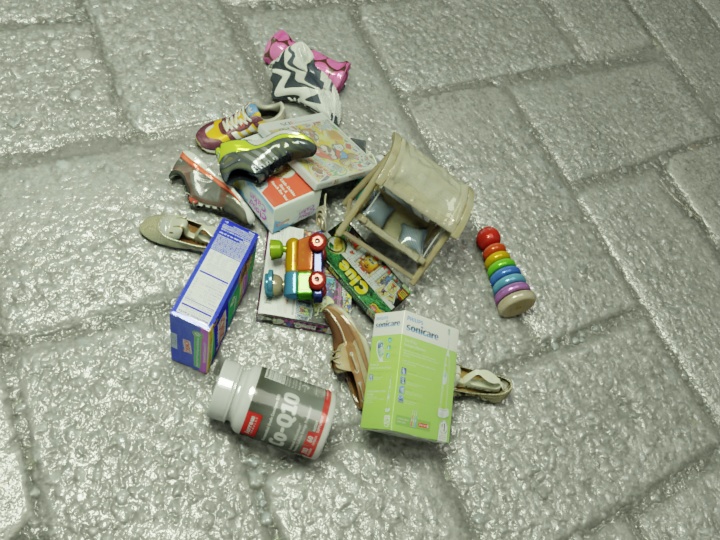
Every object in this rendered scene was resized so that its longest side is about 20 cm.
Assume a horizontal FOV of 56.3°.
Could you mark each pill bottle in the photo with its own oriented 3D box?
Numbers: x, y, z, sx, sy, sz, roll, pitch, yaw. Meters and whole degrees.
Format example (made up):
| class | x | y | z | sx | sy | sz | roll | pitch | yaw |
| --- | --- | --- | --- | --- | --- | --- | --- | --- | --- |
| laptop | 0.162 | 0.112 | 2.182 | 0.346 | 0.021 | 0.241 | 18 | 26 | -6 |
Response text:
| class | x | y | z | sx | sy | sz | roll | pitch | yaw |
| --- | --- | --- | --- | --- | --- | --- | --- | --- | --- |
| pill bottle | -0.147 | 0.227 | 1.115 | 0.196 | 0.114 | 0.116 | 20 | 56 | -7 |

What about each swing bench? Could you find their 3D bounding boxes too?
| class | x | y | z | sx | sy | sz | roll | pitch | yaw |
| --- | --- | --- | --- | --- | --- | --- | --- | --- | --- |
| swing bench | 0.088 | -0.118 | 1.305 | 0.197 | 0.201 | 0.131 | 31 | 34 | -16 |

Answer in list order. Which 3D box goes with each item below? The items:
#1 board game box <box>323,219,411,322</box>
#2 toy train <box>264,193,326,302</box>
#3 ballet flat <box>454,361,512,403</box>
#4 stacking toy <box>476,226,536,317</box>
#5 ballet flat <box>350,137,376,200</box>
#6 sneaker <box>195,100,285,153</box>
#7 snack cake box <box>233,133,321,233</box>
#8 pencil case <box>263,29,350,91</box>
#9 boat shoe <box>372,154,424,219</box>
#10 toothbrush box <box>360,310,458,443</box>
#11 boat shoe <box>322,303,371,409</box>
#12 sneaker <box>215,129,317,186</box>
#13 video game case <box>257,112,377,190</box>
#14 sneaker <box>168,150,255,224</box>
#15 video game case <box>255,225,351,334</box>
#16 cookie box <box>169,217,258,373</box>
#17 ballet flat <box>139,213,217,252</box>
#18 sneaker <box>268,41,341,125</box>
| class | x | y | z | sx | sy | sz | roll | pitch | yaw |
| --- | --- | --- | --- | --- | --- | --- | --- | --- | --- |
| board game box | 0.000 | 0.000 | 1.315 | 0.200 | 0.024 | 0.104 | 47 | 57 | 7 |
| toy train | -0.118 | -0.045 | 1.245 | 0.113 | 0.085 | 0.205 | 0 | 74 | -3 |
| ballet flat | 0.198 | 0.205 | 1.273 | 0.195 | 0.076 | 0.069 | 11 | 58 | -13 |
| stacking toy | 0.298 | -0.008 | 1.433 | 0.083 | 0.086 | 0.204 | -5 | 59 | -22 |
| ballet flat | 0.014 | -0.203 | 1.449 | 0.071 | 0.073 | 0.204 | -6 | 61 | -22 |
| sneaker | -0.249 | -0.309 | 1.402 | 0.197 | 0.091 | 0.076 | -22 | 70 | -29 |
| snack cake box | -0.181 | -0.182 | 1.345 | 0.113 | 0.068 | 0.201 | -25 | 60 | -30 |
| pencil case | -0.121 | -0.482 | 1.550 | 0.197 | 0.091 | 0.095 | 26 | 69 | -1 |
| boat shoe | 0.095 | -0.174 | 1.465 | 0.065 | 0.071 | 0.202 | -18 | 61 | -25 |
| toothbrush box | 0.090 | 0.188 | 1.181 | 0.144 | 0.085 | 0.205 | 20 | 71 | -37 |
| boat shoe | -0.019 | 0.156 | 1.209 | 0.071 | 0.076 | 0.203 | -28 | 88 | -20 |
| sneaker | -0.176 | -0.205 | 1.271 | 0.195 | 0.074 | 0.083 | -11 | 66 | 6 |
| video game case | -0.085 | -0.250 | 1.382 | 0.180 | 0.023 | 0.200 | -21 | 58 | -41 |
| sneaker | -0.292 | -0.144 | 1.319 | 0.199 | 0.077 | 0.082 | 40 | 83 | 7 |
| video game case | -0.102 | 0.016 | 1.299 | 0.177 | 0.036 | 0.204 | 11 | 58 | -14 |
| cookie box | -0.250 | 0.045 | 1.150 | 0.074 | 0.172 | 0.203 | 22 | 57 | -1 |
| ballet flat | -0.313 | -0.073 | 1.260 | 0.195 | 0.063 | 0.069 | 15 | 57 | -10 |
| sneaker | -0.134 | -0.398 | 1.508 | 0.200 | 0.127 | 0.081 | 51 | 46 | -33 |
